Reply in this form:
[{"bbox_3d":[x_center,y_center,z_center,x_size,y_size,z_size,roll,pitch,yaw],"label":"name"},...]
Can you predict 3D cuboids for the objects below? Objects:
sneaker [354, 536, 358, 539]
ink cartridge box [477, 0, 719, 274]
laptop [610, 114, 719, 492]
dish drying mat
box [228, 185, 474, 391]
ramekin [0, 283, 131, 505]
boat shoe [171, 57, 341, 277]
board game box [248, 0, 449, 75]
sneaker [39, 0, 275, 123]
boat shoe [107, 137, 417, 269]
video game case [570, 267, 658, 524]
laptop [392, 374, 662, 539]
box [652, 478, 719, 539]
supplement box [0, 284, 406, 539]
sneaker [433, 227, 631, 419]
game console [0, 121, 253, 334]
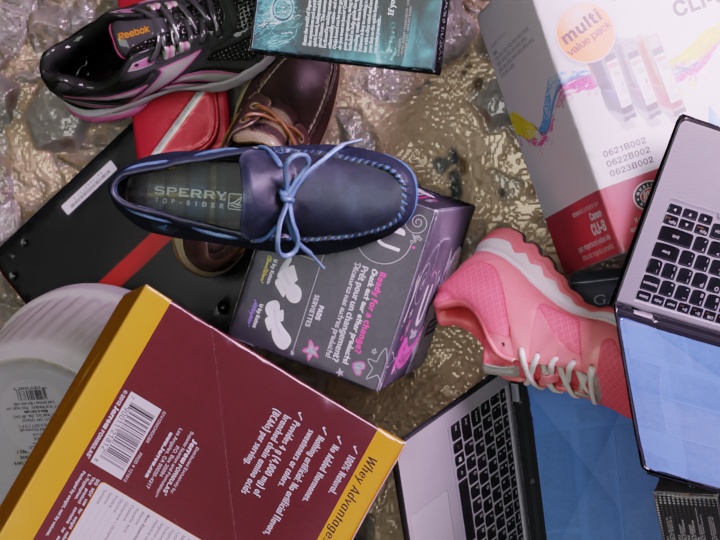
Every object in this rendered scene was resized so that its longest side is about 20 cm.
[{"bbox_3d":[-0.022,0.208,1.434,0.199,0.078,0.091,28,94,8],"label":"sneaker"},{"bbox_3d":[0.187,-0.121,1.329,0.144,0.145,0.202,-19,87,-10],"label":"ink cartridge box"},{"bbox_3d":[0.266,0.034,1.215,0.186,0.116,0.202,16,100,-20],"label":"laptop"},{"bbox_3d":[-0.143,-0.181,1.458,0.076,0.018,0.202,-8,84,12],"label":"dish drying mat"},{"bbox_3d":[0.000,0.000,1.357,0.114,0.200,0.133,19,95,10],"label":"box"},{"bbox_3d":[-0.208,0.120,1.421,0.198,0.105,0.202,7,110,20],"label":"ramekin"},{"bbox_3d":[-0.068,-0.087,1.409,0.072,0.072,0.201,34,78,-12],"label":"boat shoe"},{"bbox_3d":[0.001,-0.242,1.333,0.134,0.028,0.202,8,92,12],"label":"board game box"},{"bbox_3d":[-0.142,-0.162,1.399,0.199,0.086,0.081,-26,77,14],"label":"sneaker"},{"bbox_3d":[-0.064,-0.040,1.231,0.198,0.069,0.085,-5,90,13],"label":"boat shoe"},{"bbox_3d":[0.231,0.086,1.370,0.141,0.019,0.202,-6,115,11],"label":"video game case"},{"bbox_3d":[0.136,0.171,1.354,0.115,0.199,0.189,13,123,41],"label":"laptop"},{"bbox_3d":[0.249,0.175,1.300,0.044,0.161,0.201,0,125,26],"label":"box"},{"bbox_3d":[-0.113,0.146,1.281,0.199,0.133,0.198,32,80,-9],"label":"supplement box"},{"bbox_3d":[0.127,0.056,1.302,0.086,0.074,0.200,-35,50,-21],"label":"sneaker"},{"bbox_3d":[-0.158,-0.008,1.477,0.200,0.031,0.177,-42,79,9],"label":"game console"}]
